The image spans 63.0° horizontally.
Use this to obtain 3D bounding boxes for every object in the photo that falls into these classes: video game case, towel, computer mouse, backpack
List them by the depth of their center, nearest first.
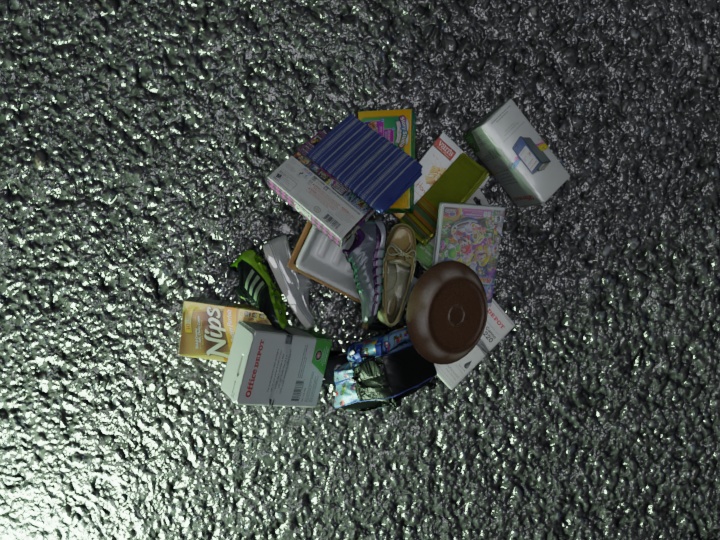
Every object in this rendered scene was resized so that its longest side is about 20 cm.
[{"bbox_3d":[-0.053,-0.169,1.150,0.198,0.036,0.182,38,65,13],"label":"video game case"},{"bbox_3d":[0.011,-0.210,1.152,0.198,0.024,0.145,39,65,15],"label":"towel"},{"bbox_3d":[0.213,-0.029,1.186,0.138,0.018,0.208,2,103,-15],"label":"video game case"},{"bbox_3d":[0.033,0.204,1.187,0.197,0.180,0.139,-22,83,38],"label":"backpack"},{"bbox_3d":[0.171,-0.150,1.217,0.200,0.018,0.086,-47,59,1],"label":"towel"},{"bbox_3d":[-0.008,0.185,1.281,0.192,0.046,0.146,4,96,-4],"label":"computer mouse"}]

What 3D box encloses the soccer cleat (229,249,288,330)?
[{"bbox_3d":[-0.209,0.049,1.214,0.080,0.068,0.203,-34,60,6],"label":"soccer cleat"}]

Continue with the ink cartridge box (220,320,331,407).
[{"bbox_3d":[-0.170,0.192,1.203,0.196,0.083,0.151,14,93,-41],"label":"ink cartridge box"}]

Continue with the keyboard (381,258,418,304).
[{"bbox_3d":[0.112,0.047,1.218,0.196,0.011,0.058,30,87,-5],"label":"keyboard"}]

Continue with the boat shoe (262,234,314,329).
[{"bbox_3d":[-0.137,0.023,1.252,0.067,0.072,0.205,-27,88,-1],"label":"boat shoe"}]

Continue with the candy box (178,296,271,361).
[{"bbox_3d":[-0.280,0.130,1.251,0.193,0.055,0.120,8,96,-6],"label":"candy box"}]

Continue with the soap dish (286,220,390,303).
[{"bbox_3d":[-0.039,-0.043,1.220,0.196,0.081,0.161,26,93,-23],"label":"soap dish"}]

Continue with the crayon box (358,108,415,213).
[{"bbox_3d":[0.053,-0.225,1.217,0.114,0.058,0.208,1,88,14],"label":"crayon box"}]

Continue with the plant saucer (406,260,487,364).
[{"bbox_3d":[0.181,0.086,1.152,0.194,0.036,0.208,-3,97,-26],"label":"plant saucer"}]

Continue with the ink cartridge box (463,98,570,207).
[{"bbox_3d":[0.319,-0.236,1.219,0.087,0.145,0.201,-39,96,-1],"label":"ink cartridge box"}]

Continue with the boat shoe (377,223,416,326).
[{"bbox_3d":[0.075,0.008,1.177,0.071,0.063,0.208,13,88,-5],"label":"boat shoe"}]

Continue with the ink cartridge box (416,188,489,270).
[{"bbox_3d":[0.214,-0.070,1.240,0.201,0.067,0.117,-49,134,1],"label":"ink cartridge box"}]

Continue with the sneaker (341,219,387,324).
[{"bbox_3d":[0.000,0.000,1.164,0.084,0.074,0.208,6,85,-11],"label":"sneaker"}]

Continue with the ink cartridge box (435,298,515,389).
[{"bbox_3d":[0.214,0.130,1.275,0.200,0.085,0.146,-44,97,-2],"label":"ink cartridge box"}]

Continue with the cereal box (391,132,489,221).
[{"bbox_3d":[0.163,-0.170,1.266,0.143,0.040,0.202,39,92,-6],"label":"cereal box"}]
